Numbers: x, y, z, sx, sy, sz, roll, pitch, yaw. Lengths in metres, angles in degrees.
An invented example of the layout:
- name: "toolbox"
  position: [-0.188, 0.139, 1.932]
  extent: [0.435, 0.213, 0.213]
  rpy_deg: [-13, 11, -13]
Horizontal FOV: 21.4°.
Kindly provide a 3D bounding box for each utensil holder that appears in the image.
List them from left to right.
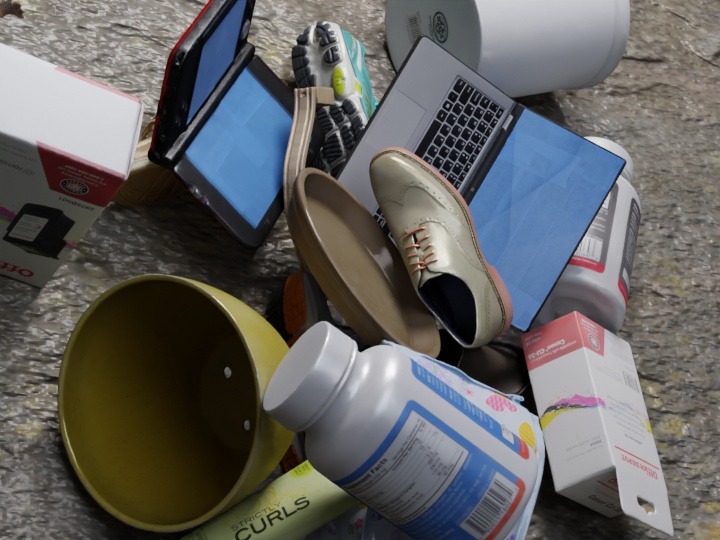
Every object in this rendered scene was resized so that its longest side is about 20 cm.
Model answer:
- name: "utensil holder"
  position: [0.149, -0.258, 1.944]
  extent: [0.199, 0.170, 0.171]
  rpy_deg: [-14, 69, -36]

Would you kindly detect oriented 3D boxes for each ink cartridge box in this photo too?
- name: "ink cartridge box"
  position: [-0.281, -0.082, 1.536]
  extent: [0.145, 0.200, 0.084]
  rpy_deg: [20, 55, -20]
- name: "ink cartridge box"
  position: [0.221, 0.153, 1.768]
  extent: [0.116, 0.067, 0.202]
  rpy_deg: [29, 43, -50]

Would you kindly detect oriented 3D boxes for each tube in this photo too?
- name: "tube"
  position: [-0.084, 0.204, 1.508]
  extent: [0.199, 0.052, 0.058]
  rpy_deg: [-31, 77, -3]

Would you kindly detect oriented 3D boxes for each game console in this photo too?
- name: "game console"
  position: [-0.094, -0.154, 1.675]
  extent: [0.118, 0.173, 0.201]
  rpy_deg: [22, 41, 5]

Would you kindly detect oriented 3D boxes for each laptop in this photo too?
- name: "laptop"
  position: [0.104, -0.081, 1.760]
  extent: [0.199, 0.116, 0.188]
  rpy_deg: [32, 88, -28]

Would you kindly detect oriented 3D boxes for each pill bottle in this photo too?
- name: "pill bottle"
  position: [0.028, 0.127, 1.443]
  extent: [0.199, 0.112, 0.113]
  rpy_deg: [37, 48, -15]
- name: "pill bottle"
  position: [0.219, -0.033, 1.883]
  extent: [0.110, 0.111, 0.201]
  rpy_deg: [28, 50, -15]

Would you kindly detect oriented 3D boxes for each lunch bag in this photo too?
- name: "lunch bag"
  position: [0.052, 0.179, 1.582]
  extent: [0.169, 0.127, 0.202]
  rpy_deg: [25, 77, -31]

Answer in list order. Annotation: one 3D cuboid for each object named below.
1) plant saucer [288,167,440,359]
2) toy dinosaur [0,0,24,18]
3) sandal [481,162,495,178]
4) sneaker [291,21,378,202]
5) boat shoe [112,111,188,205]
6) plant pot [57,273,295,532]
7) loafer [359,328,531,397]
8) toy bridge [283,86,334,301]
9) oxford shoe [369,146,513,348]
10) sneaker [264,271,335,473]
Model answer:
- name: "plant saucer"
  position: [0.000, 0.000, 1.650]
  extent: [0.200, 0.029, 0.200]
  rpy_deg: [49, 16, -19]
- name: "toy dinosaur"
  position: [-0.384, -0.206, 1.631]
  extent: [0.200, 0.086, 0.136]
  rpy_deg: [41, 55, 4]
- name: "sandal"
  position: [0.112, -0.078, 1.855]
  extent: [0.079, 0.087, 0.202]
  rpy_deg: [20, 61, -20]
- name: "sneaker"
  position: [-0.008, -0.147, 1.836]
  extent: [0.079, 0.077, 0.202]
  rpy_deg: [16, 59, -48]
- name: "boat shoe"
  position: [-0.166, -0.113, 1.719]
  extent: [0.199, 0.074, 0.069]
  rpy_deg: [-19, 70, -49]
- name: "plant pot"
  position: [-0.125, 0.104, 1.545]
  extent: [0.142, 0.199, 0.201]
  rpy_deg: [1, 58, -60]
- name: "loafer"
  position: [0.084, 0.093, 1.743]
  extent: [0.198, 0.071, 0.074]
  rpy_deg: [-1, 62, -33]
- name: "toy bridge"
  position: [-0.045, -0.065, 1.720]
  extent: [0.067, 0.027, 0.202]
  rpy_deg: [-2, 89, -62]
- name: "oxford shoe"
  position: [0.067, -0.021, 1.707]
  extent: [0.201, 0.071, 0.074]
  rpy_deg: [55, 27, 2]
- name: "sneaker"
  position: [-0.029, 0.100, 1.676]
  extent: [0.091, 0.075, 0.202]
  rpy_deg: [7, 65, -37]
